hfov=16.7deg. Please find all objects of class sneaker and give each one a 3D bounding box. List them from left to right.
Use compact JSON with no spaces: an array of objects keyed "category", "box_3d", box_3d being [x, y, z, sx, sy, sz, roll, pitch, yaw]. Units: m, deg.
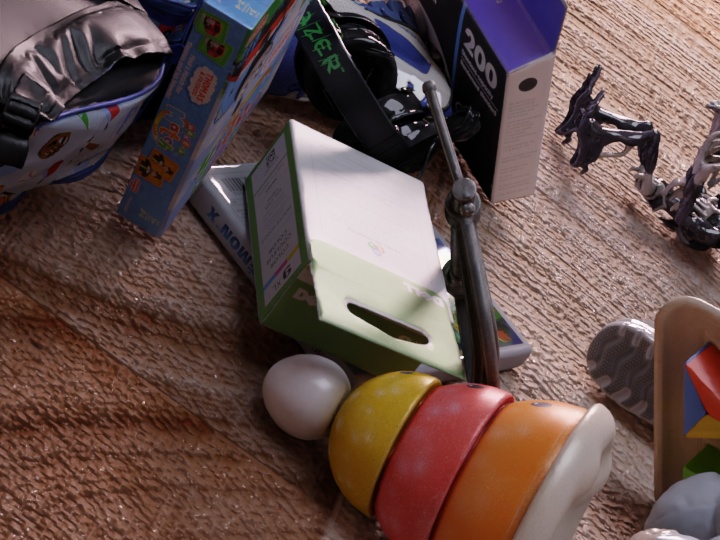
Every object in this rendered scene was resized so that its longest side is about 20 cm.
[{"category":"sneaker","box_3d":[0.004,-0.135,1.706,0.199,0.081,0.115,-3,47,-53]},{"category":"sneaker","box_3d":[0.247,0.098,1.669,0.200,0.075,0.082,45,25,4]}]

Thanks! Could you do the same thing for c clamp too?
[{"category":"c clamp","box_3d":[0.067,0.005,1.470,0.027,0.200,0.172,-11,66,-2]}]

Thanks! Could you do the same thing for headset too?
[{"category":"headset","box_3d":[0.016,-0.117,1.601,0.124,0.094,0.200,63,5,29]}]

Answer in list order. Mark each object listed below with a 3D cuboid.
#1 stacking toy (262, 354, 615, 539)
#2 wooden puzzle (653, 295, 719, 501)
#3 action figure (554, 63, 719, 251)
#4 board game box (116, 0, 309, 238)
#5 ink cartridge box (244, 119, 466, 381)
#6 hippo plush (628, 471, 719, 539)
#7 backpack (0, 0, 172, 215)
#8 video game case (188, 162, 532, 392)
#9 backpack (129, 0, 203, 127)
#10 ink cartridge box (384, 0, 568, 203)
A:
[{"category":"stacking toy","box_3d":[0.032,0.104,1.386,0.199,0.147,0.146,27,27,11]},{"category":"wooden puzzle","box_3d":[0.260,0.128,1.497,0.200,0.186,0.046,26,49,32]},{"category":"action figure","box_3d":[0.254,-0.079,1.901,0.200,0.102,0.119,32,18,-10]},{"category":"board game box","box_3d":[-0.072,-0.131,1.443,0.037,0.200,0.151,32,51,1]},{"category":"ink cartridge box","box_3d":[-0.006,0.004,1.469,0.104,0.059,0.200,25,30,-24]},{"category":"hippo plush","box_3d":[0.208,0.162,1.387,0.159,0.199,0.161,48,40,-26]},{"category":"backpack","box_3d":[-0.209,-0.118,1.361,0.190,0.154,0.200,-19,68,-48]},{"category":"video game case","box_3d":[0.000,0.000,1.574,0.200,0.022,0.182,-7,53,-54]},{"category":"backpack","box_3d":[-0.142,-0.210,1.517,0.183,0.200,0.135,43,29,5]},{"category":"ink cartridge box","box_3d":[0.077,-0.183,1.751,0.043,0.200,0.199,-17,55,-18]}]
